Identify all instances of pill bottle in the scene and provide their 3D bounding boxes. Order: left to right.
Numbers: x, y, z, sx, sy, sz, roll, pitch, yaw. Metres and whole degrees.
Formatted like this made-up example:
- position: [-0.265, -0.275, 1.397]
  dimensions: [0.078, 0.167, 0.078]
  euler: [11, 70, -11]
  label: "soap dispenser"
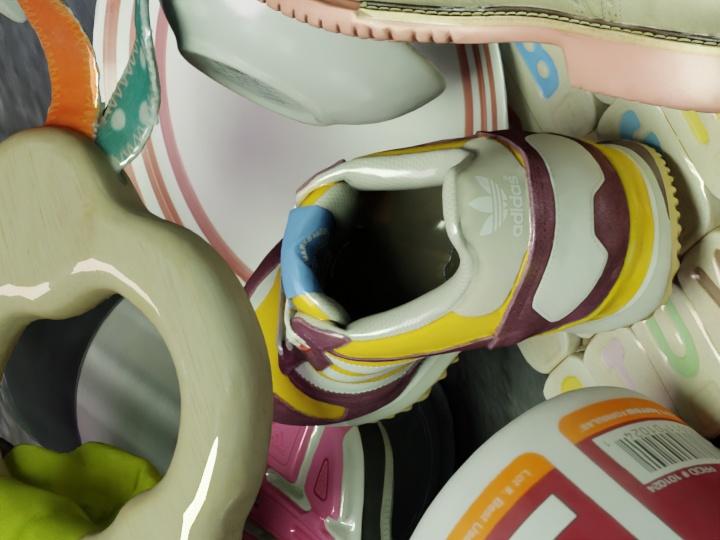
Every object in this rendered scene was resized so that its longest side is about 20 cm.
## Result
- position: [0.108, 0.129, 0.694]
  dimensions: [0.200, 0.113, 0.113]
  euler: [41, 146, 38]
  label: "pill bottle"

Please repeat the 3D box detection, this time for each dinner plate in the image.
- position: [-0.020, -0.059, 0.852]
  dimensions: [0.200, 0.024, 0.201]
  euler: [14, 111, 41]
  label: "dinner plate"

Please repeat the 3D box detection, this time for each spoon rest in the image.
- position: [-0.053, -0.094, 0.800]
  dimensions: [0.200, 0.061, 0.099]
  euler: [20, 172, 42]
  label: "spoon rest"

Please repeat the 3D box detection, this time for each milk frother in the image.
- position: [-0.099, 0.036, 0.969]
  dimensions: [0.188, 0.199, 0.181]
  euler: [27, 131, 57]
  label: "milk frother"

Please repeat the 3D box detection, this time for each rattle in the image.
- position: [-0.064, 0.010, 0.799]
  dimensions: [0.130, 0.143, 0.201]
  euler: [-16, 74, 41]
  label: "rattle"

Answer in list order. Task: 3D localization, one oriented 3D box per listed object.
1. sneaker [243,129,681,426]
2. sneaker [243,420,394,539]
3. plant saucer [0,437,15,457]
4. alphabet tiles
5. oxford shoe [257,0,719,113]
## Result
- position: [0.000, 0.000, 0.752]
  dimensions: [0.200, 0.090, 0.075]
  euler: [-26, 66, 49]
  label: "sneaker"
- position: [0.001, 0.127, 0.890]
  dimensions: [0.074, 0.087, 0.201]
  euler: [28, 126, 49]
  label: "sneaker"
- position: [-0.109, 0.116, 0.851]
  dimensions: [0.200, 0.034, 0.200]
  euler: [46, -171, -10]
  label: "plant saucer"
- position: [0.090, 0.004, 0.756]
  dimensions: [0.196, 0.015, 0.200]
  euler: [63, 158, 11]
  label: "alphabet tiles"
- position: [0.037, -0.098, 0.665]
  dimensions: [0.199, 0.071, 0.074]
  euler: [14, 116, 27]
  label: "oxford shoe"
